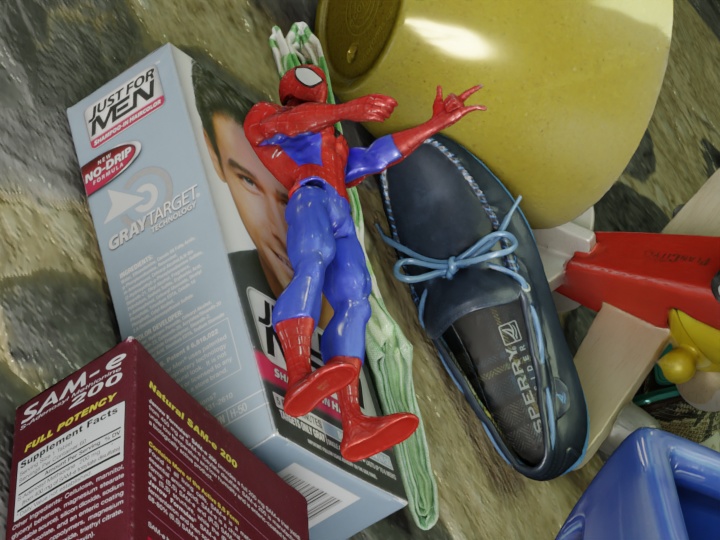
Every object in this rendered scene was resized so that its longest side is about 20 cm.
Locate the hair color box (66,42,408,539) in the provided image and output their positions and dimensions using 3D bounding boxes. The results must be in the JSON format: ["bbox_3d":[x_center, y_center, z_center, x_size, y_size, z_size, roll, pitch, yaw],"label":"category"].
[{"bbox_3d":[-0.053,0.013,0.991,0.099,0.061,0.200,34,31,-50],"label":"hair color box"}]

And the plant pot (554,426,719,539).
[{"bbox_3d":[0.154,0.217,0.977,0.200,0.180,0.200,24,34,-24],"label":"plant pot"}]

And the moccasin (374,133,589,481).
[{"bbox_3d":[0.069,0.016,1.251,0.200,0.080,0.068,60,18,4],"label":"moccasin"}]

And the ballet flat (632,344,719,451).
[{"bbox_3d":[0.208,0.094,1.512,0.200,0.068,0.076,-37,111,-72],"label":"ballet flat"}]

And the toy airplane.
[{"bbox_3d":[0.181,0.026,1.390,0.199,0.199,0.141,-111,176,-56],"label":"toy airplane"}]

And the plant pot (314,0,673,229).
[{"bbox_3d":[0.060,-0.135,1.326,0.142,0.200,0.200,12,45,-30],"label":"plant pot"}]

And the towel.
[{"bbox_3d":[0.000,0.000,1.108,0.153,0.023,0.200,77,-4,-53],"label":"towel"}]

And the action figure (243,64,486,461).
[{"bbox_3d":[0.006,-0.028,0.969,0.065,0.099,0.200,43,23,-40],"label":"action figure"}]

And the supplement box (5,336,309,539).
[{"bbox_3d":[-0.066,0.131,0.791,0.109,0.061,0.200,47,24,-33],"label":"supplement box"}]
